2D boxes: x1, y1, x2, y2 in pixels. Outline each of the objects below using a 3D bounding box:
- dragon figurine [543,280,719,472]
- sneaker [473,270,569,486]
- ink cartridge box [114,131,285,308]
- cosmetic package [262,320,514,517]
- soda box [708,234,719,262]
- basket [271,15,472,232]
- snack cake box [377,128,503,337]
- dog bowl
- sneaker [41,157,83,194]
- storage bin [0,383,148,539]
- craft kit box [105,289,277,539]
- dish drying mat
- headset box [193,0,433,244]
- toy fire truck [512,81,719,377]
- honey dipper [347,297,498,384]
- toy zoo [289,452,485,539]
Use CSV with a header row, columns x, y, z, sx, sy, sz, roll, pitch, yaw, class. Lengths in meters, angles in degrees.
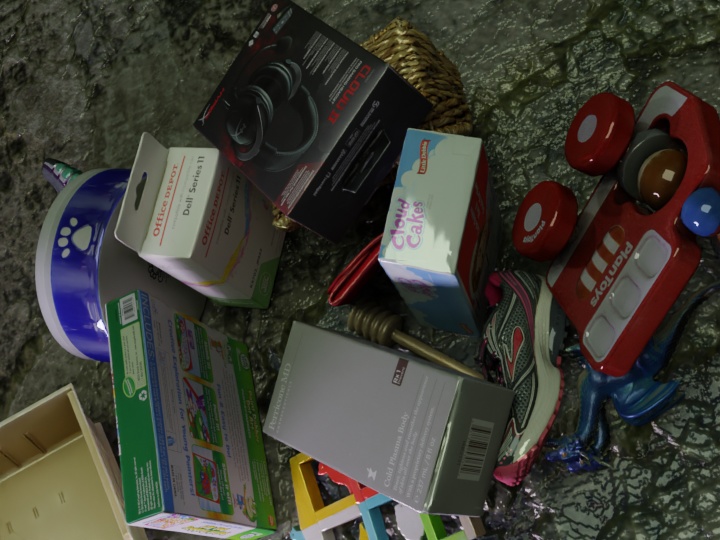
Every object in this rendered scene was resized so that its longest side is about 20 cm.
x,y,z,sx,sy,sz,roll,pitch,yaw,class
0.237,0.094,0.739,0.198,0.059,0.101,-30,61,12,dragon figurine
0.132,0.089,0.752,0.073,0.081,0.202,13,51,3,sneaker
-0.153,-0.047,0.891,0.066,0.200,0.120,4,73,25,ink cartridge box
0.018,0.117,0.723,0.198,0.089,0.109,12,85,42,cosmetic package
0.335,-0.027,0.737,0.067,0.064,0.203,-22,64,15,soda box
0.015,-0.116,0.868,0.198,0.142,0.152,-27,58,26,basket
0.077,-0.025,0.774,0.066,0.200,0.117,11,74,17,snack cake box
-0.241,-0.004,0.916,0.077,0.200,0.204,4,72,23,dog bowl
-0.334,-0.065,1.058,0.198,0.074,0.089,30,90,30,sneaker
-0.337,0.261,0.886,0.197,0.094,0.200,-28,59,-12,storage bin
-0.156,0.142,0.824,0.048,0.197,0.203,-22,63,18,craft kit box
0.000,0.000,0.812,0.018,0.200,0.077,41,90,3,dish drying mat
-0.042,-0.133,0.775,0.150,0.077,0.200,-54,49,8,headset box
0.218,-0.038,0.685,0.202,0.110,0.169,-61,22,21,toy fire truck
0.074,0.083,0.833,0.198,0.038,0.038,27,83,29,honey dipper
0.007,0.208,0.794,0.198,0.020,0.133,-32,69,30,toy zoo
